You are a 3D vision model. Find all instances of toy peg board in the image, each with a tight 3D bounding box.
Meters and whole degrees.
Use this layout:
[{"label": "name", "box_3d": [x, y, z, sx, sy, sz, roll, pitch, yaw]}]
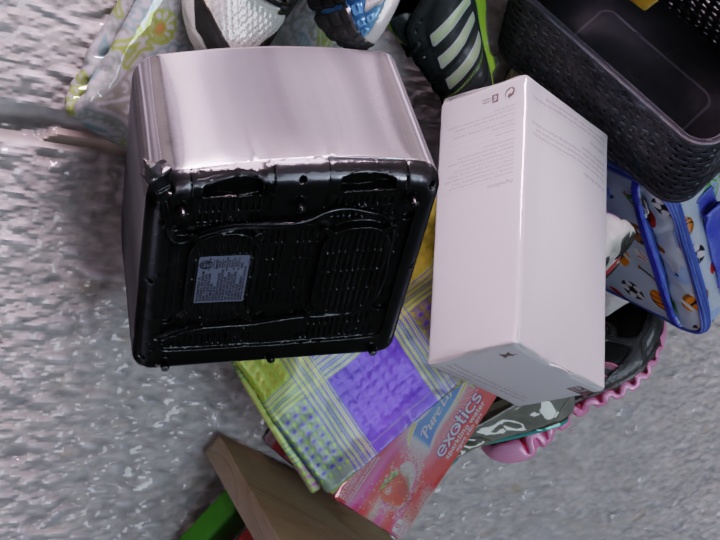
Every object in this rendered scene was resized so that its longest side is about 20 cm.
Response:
[{"label": "toy peg board", "box_3d": [-0.036, 0.252, 1.106, 0.098, 0.199, 0.199, -47, 134, 9]}]

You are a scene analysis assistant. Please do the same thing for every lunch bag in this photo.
[{"label": "lunch bag", "box_3d": [0.233, -0.044, 1.203, 0.076, 0.160, 0.201, -43, 136, -15]}]

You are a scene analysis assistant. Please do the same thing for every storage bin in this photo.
[{"label": "storage bin", "box_3d": [0.214, -0.168, 1.095, 0.135, 0.200, 0.094, -41, 163, -18]}]

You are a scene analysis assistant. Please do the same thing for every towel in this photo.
[{"label": "towel", "box_3d": [0.014, 0.050, 1.046, 0.199, 0.023, 0.144, -36, 113, -14]}, {"label": "towel", "box_3d": [-0.082, -0.153, 0.970, 0.171, 0.048, 0.201, 30, 89, -41]}]

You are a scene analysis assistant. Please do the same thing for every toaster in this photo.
[{"label": "toaster", "box_3d": [-0.058, -0.040, 0.913, 0.179, 0.120, 0.201, -4, 141, -15]}]

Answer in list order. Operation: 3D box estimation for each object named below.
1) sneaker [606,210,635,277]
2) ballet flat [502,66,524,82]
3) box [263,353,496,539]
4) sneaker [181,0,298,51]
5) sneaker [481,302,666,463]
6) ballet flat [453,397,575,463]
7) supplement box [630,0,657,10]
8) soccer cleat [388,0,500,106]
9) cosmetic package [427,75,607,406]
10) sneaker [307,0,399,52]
[{"label": "sneaker", "box_3d": [0.162, -0.018, 1.183, 0.080, 0.084, 0.200, -39, 168, -17]}, {"label": "ballet flat", "box_3d": [0.188, -0.175, 1.179, 0.199, 0.057, 0.067, -34, 127, -24]}, {"label": "box", "box_3d": [0.033, 0.089, 1.140, 0.201, 0.102, 0.095, -55, 134, -5]}, {"label": "sneaker", "box_3d": [-0.040, -0.211, 0.889, 0.075, 0.087, 0.202, 19, 98, -43]}, {"label": "sneaker", "box_3d": [0.174, 0.076, 1.266, 0.199, 0.079, 0.096, -35, 114, -9]}, {"label": "ballet flat", "box_3d": [0.078, 0.123, 1.203, 0.198, 0.067, 0.064, -21, 105, -4]}, {"label": "supplement box", "box_3d": [0.163, -0.288, 0.991, 0.199, 0.131, 0.104, 37, 83, -4]}, {"label": "soccer cleat", "box_3d": [0.059, -0.169, 1.076, 0.080, 0.068, 0.202, -13, 125, -8]}, {"label": "cosmetic package", "box_3d": [0.113, -0.018, 1.029, 0.112, 0.081, 0.202, 29, 59, -42]}, {"label": "sneaker", "box_3d": [0.021, -0.225, 0.956, 0.086, 0.074, 0.202, 33, 58, -47]}]
